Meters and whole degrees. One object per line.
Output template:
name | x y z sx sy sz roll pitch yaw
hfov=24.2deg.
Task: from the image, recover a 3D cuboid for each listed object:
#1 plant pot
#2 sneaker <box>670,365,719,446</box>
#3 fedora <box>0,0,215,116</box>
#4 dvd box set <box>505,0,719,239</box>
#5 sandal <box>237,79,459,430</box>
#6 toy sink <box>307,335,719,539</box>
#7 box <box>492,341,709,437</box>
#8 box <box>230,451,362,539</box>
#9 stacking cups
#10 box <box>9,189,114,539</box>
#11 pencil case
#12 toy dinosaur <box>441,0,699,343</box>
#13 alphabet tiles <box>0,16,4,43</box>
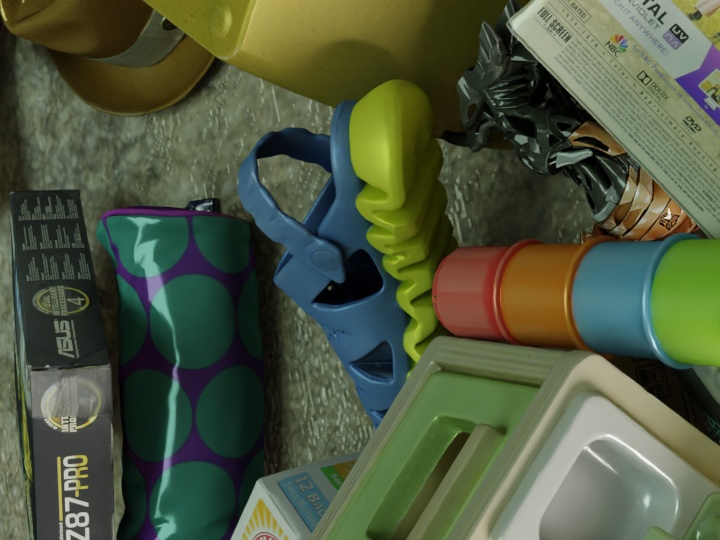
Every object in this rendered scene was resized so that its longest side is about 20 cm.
plant pot | -0.015 -0.182 0.768 0.200 0.176 0.200 39 121 33
sneaker | 0.176 0.089 0.694 0.200 0.077 0.091 54 134 28
fedora | -0.153 -0.184 0.965 0.200 0.082 0.201 7 100 44
dvd box set | 0.174 -0.111 0.632 0.146 0.029 0.200 45 116 -1
sandal | 0.000 0.000 0.772 0.087 0.080 0.200 0 127 17
toy sink | 0.073 0.108 0.654 0.131 0.112 0.200 -57 20 -11
box | 0.101 0.109 0.800 0.163 0.021 0.201 -17 83 44
box | -0.015 0.197 0.850 0.113 0.101 0.200 52 134 32
stacking cups | 0.111 0.016 0.664 0.200 0.060 0.061 -2 94 45
box | -0.172 0.069 0.961 0.200 0.049 0.162 -114 26 -56
pencil case | -0.101 0.062 0.947 0.092 0.085 0.201 1 96 31
toy dinosaur | 0.112 -0.053 0.722 0.136 0.102 0.200 40 95 16
alphabet tiles | -0.211 -0.209 0.993 0.167 0.008 0.201 -92 14 -70
